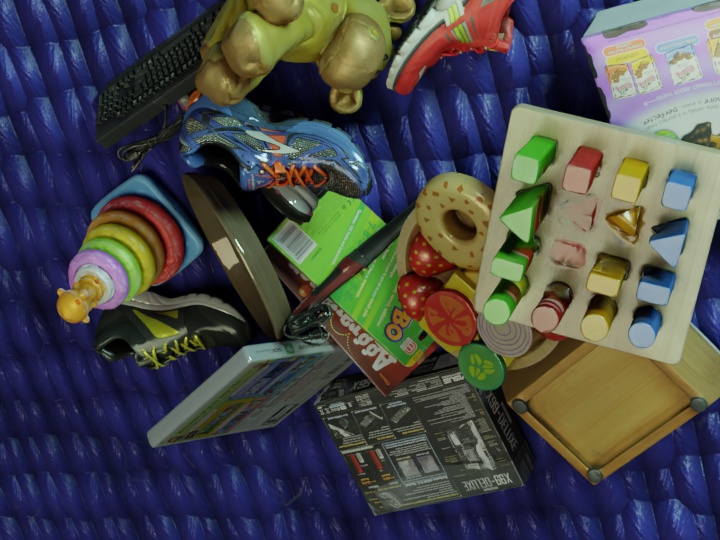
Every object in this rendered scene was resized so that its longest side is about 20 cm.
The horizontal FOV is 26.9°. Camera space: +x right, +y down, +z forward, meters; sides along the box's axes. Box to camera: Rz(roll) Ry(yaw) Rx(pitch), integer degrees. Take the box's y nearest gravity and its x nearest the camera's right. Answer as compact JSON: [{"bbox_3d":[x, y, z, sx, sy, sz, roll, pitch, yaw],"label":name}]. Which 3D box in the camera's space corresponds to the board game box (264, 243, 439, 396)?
[{"bbox_3d":[-0.003,0.023,1.566,0.103,0.019,0.200,-42,99,-3],"label":"board game box"}]

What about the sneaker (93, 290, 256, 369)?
[{"bbox_3d":[-0.208,0.076,1.672,0.199,0.085,0.075,4,148,27],"label":"sneaker"}]

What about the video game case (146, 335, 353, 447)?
[{"bbox_3d":[-0.108,0.127,1.616,0.200,0.181,0.022,-41,66,39],"label":"video game case"}]

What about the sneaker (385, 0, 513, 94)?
[{"bbox_3d":[0.097,-0.221,1.382,0.085,0.077,0.200,39,127,-9],"label":"sneaker"}]

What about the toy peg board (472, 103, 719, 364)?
[{"bbox_3d":[0.203,-0.020,1.324,0.198,0.098,0.202,15,112,13],"label":"toy peg board"}]

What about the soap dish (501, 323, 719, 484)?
[{"bbox_3d":[0.254,0.114,1.509,0.157,0.081,0.200,43,125,-6],"label":"soap dish"}]

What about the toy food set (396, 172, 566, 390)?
[{"bbox_3d":[0.117,0.013,1.460,0.198,0.049,0.200,41,131,11],"label":"toy food set"}]

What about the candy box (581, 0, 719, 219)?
[{"bbox_3d":[0.309,-0.148,1.334,0.167,0.072,0.201,-11,113,28],"label":"candy box"}]

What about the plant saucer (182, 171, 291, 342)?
[{"bbox_3d":[-0.125,-0.017,1.555,0.029,0.200,0.201,-29,110,-11],"label":"plant saucer"}]

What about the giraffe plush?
[{"bbox_3d":[-0.042,-0.221,1.396,0.161,0.201,0.173,29,136,-17],"label":"giraffe plush"}]

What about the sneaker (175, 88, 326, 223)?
[{"bbox_3d":[-0.099,-0.135,1.523,0.200,0.086,0.080,41,169,15],"label":"sneaker"}]

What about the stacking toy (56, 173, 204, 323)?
[{"bbox_3d":[-0.265,0.000,1.588,0.109,0.200,0.116,-33,104,34],"label":"stacking toy"}]

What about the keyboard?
[{"bbox_3d":[-0.201,-0.179,1.514,0.199,0.128,0.021,-30,145,34],"label":"keyboard"}]

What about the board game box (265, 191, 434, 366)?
[{"bbox_3d":[0.007,0.000,1.543,0.200,0.030,0.096,43,86,-7],"label":"board game box"}]

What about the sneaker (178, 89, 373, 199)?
[{"bbox_3d":[-0.083,-0.103,1.426,0.198,0.079,0.076,17,148,11],"label":"sneaker"}]

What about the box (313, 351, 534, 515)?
[{"bbox_3d":[0.070,0.177,1.644,0.199,0.050,0.158,-17,111,31],"label":"box"}]

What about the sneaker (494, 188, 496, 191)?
[{"bbox_3d":[0.190,-0.043,1.445,0.199,0.076,0.116,-14,115,32],"label":"sneaker"}]

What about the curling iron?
[{"bbox_3d":[0.000,0.000,1.514,0.050,0.200,0.026,40,171,28],"label":"curling iron"}]
